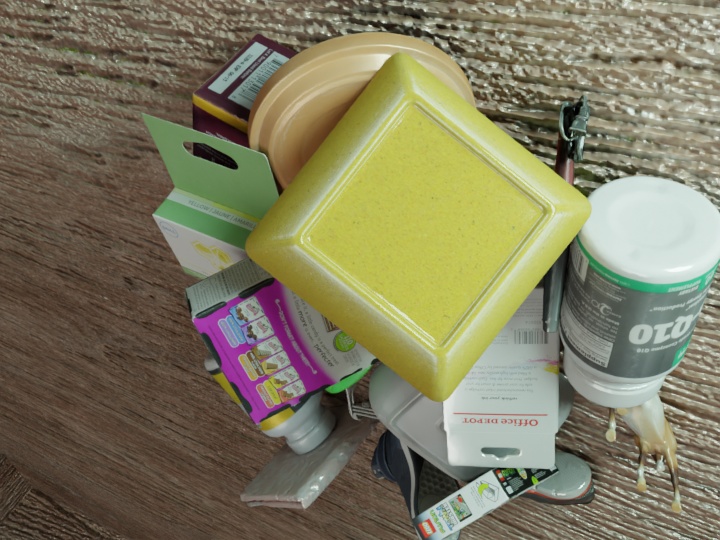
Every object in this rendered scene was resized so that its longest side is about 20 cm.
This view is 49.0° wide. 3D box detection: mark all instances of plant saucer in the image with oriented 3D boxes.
[{"bbox_3d":[0.047,-0.033,0.589,0.200,0.200,0.048,38,178,-2],"label":"plant saucer"},{"bbox_3d":[0.003,-0.114,0.686,0.200,0.032,0.200,-7,145,-5],"label":"plant saucer"}]

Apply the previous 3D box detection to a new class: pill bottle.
[{"bbox_3d":[0.234,0.026,0.686,0.113,0.113,0.200,19,144,22],"label":"pill bottle"},{"bbox_3d":[-0.128,0.173,1.168,0.200,0.112,0.112,51,144,-14],"label":"pill bottle"}]

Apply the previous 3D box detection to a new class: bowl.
[{"bbox_3d":[0.123,0.159,0.917,0.200,0.075,0.200,39,123,-11],"label":"bowl"}]

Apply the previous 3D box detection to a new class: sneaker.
[{"bbox_3d":[0.217,0.279,1.052,0.200,0.077,0.082,6,146,41],"label":"sneaker"},{"bbox_3d":[0.077,0.310,1.130,0.077,0.203,0.146,0,153,-21],"label":"sneaker"}]

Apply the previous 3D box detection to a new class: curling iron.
[{"bbox_3d":[0.163,-0.043,0.651,0.026,0.050,0.200,9,109,15],"label":"curling iron"}]

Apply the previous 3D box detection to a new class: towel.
[{"bbox_3d":[-0.070,0.277,1.180,0.032,0.200,0.191,53,144,-11],"label":"towel"}]

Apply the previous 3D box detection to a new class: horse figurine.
[{"bbox_3d":[0.282,0.150,0.810,0.050,0.133,0.200,-26,107,30],"label":"horse figurine"}]

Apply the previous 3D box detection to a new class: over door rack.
[{"bbox_3d":[0.035,0.117,1.023,0.148,0.067,0.200,4,123,36],"label":"over door rack"}]

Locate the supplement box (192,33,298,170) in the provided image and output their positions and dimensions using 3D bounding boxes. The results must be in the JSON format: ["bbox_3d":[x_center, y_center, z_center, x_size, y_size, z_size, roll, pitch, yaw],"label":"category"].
[{"bbox_3d":[-0.106,-0.120,0.804,0.086,0.110,0.200,30,146,9],"label":"supplement box"}]

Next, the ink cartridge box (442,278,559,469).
[{"bbox_3d":[0.141,0.098,0.799,0.117,0.067,0.200,0,111,10],"label":"ink cartridge box"}]

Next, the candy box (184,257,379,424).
[{"bbox_3d":[-0.040,0.035,0.725,0.136,0.200,0.061,67,175,-33],"label":"candy box"}]

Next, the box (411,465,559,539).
[{"bbox_3d":[0.148,0.254,0.896,0.110,0.200,0.035,-38,69,20],"label":"box"}]

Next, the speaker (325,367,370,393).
[{"bbox_3d":[-0.069,0.050,0.952,0.200,0.088,0.088,48,151,22],"label":"speaker"}]

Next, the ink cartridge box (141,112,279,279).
[{"bbox_3d":[-0.134,-0.047,0.759,0.145,0.048,0.200,21,153,23],"label":"ink cartridge box"}]
